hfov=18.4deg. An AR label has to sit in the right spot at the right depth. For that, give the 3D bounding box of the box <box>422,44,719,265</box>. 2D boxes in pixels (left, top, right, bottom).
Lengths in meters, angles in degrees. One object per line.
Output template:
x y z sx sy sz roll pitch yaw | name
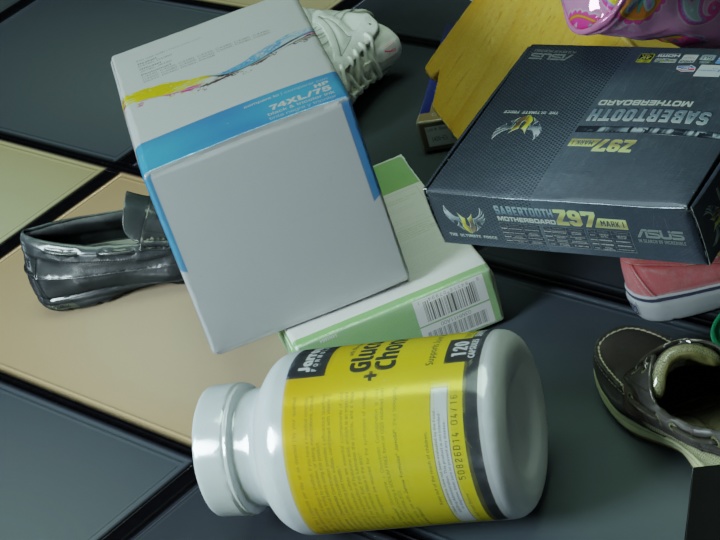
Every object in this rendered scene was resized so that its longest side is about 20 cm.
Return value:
0.161 -0.078 1.413 0.199 0.051 0.158 6 45 37 | box

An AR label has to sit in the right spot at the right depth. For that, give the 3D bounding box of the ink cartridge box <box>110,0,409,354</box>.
-0.073 -0.073 1.530 0.145 0.148 0.200 -21 30 -2 | ink cartridge box

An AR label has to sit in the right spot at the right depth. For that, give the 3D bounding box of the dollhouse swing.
0.190 -0.128 1.633 0.182 0.175 0.200 -53 40 16 | dollhouse swing

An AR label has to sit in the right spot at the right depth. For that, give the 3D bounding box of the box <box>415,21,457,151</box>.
0.118 -0.167 1.787 0.120 0.033 0.200 -9 30 17 | box

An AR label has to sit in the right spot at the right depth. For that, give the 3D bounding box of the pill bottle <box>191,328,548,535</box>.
0.005 0.099 1.329 0.198 0.113 0.112 -7 32 19 | pill bottle

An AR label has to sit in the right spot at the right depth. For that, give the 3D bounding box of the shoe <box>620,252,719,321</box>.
0.260 -0.038 1.432 0.198 0.092 0.072 -16 30 5 | shoe

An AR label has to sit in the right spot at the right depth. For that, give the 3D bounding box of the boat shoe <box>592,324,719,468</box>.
0.196 0.070 1.315 0.073 0.065 0.200 -29 30 -14 | boat shoe

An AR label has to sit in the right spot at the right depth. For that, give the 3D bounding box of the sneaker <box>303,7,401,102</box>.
-0.015 -0.173 1.831 0.099 0.078 0.201 -12 31 5 | sneaker

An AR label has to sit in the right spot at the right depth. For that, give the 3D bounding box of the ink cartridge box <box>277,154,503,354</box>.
0.000 0.000 1.563 0.145 0.048 0.200 -22 28 -6 | ink cartridge box

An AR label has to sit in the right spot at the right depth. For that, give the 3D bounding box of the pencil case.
0.221 -0.186 1.478 0.199 0.088 0.087 7 14 -34 | pencil case

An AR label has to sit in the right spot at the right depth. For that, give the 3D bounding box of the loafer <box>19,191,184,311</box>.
-0.159 -0.026 1.672 0.199 0.071 0.068 -15 30 7 | loafer

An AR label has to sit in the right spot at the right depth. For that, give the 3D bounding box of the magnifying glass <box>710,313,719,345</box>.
0.314 0.030 1.364 0.198 0.023 0.080 -11 30 18 | magnifying glass

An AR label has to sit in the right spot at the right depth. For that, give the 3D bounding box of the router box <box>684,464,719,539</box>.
0.265 0.159 1.141 0.198 0.053 0.158 -7 32 19 | router box
